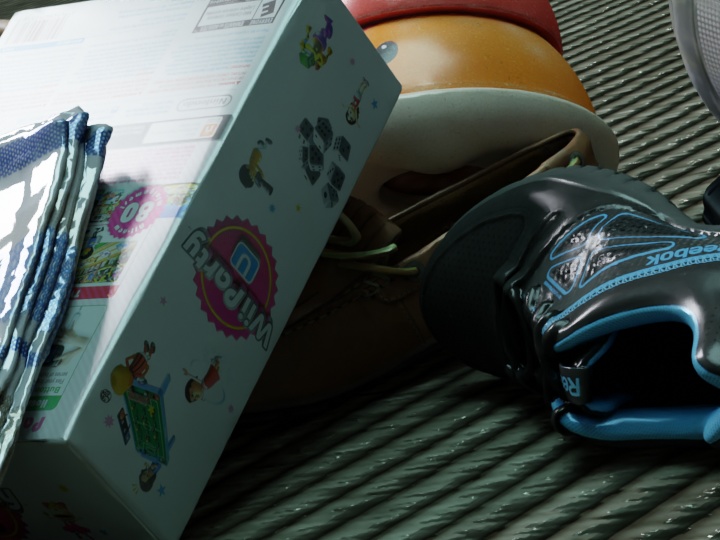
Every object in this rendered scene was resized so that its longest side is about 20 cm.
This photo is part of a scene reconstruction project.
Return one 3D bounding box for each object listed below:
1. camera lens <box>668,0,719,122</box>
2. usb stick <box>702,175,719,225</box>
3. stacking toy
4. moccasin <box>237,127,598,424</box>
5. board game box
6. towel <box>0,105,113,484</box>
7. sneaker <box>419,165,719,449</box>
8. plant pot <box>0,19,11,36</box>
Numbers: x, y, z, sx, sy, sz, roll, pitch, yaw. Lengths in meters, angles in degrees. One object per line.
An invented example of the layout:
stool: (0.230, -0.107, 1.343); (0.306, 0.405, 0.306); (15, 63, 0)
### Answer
camera lens: (0.213, -0.093, 0.802); (0.160, 0.160, 0.200); (-21, 28, -25)
usb stick: (0.159, -0.008, 0.844); (0.055, 0.033, 0.200); (-21, 13, 3)
stacking toy: (0.022, -0.112, 0.989); (0.146, 0.201, 0.146); (-5, -22, -2)
moccasin: (0.000, 0.000, 0.870); (0.201, 0.078, 0.074); (-19, 16, -12)
board game box: (-0.092, -0.004, 0.821); (0.147, 0.064, 0.200); (-3, 48, 39)
towel: (-0.158, 0.040, 0.760); (0.147, 0.024, 0.200); (-17, 42, 29)
sneaker: (0.075, 0.013, 0.754); (0.082, 0.073, 0.200); (-25, 16, -33)
plant pot: (-0.189, -0.004, 0.993); (0.201, 0.093, 0.201); (-29, 28, 17)
